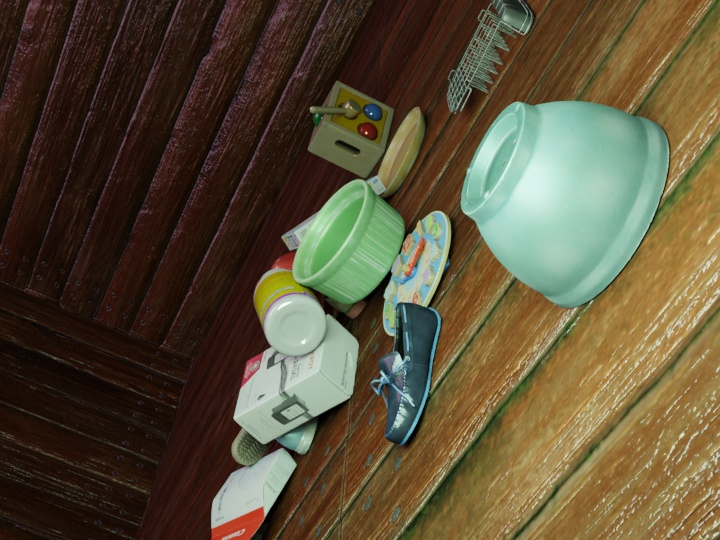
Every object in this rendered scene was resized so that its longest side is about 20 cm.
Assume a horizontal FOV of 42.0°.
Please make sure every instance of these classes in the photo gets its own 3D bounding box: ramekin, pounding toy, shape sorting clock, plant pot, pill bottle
[{"bbox_3d":[-0.016,-0.041,1.560,0.200,0.097,0.201,-45,25,27],"label":"ramekin"},{"bbox_3d":[-0.034,-0.338,2.158,0.142,0.199,0.185,-52,18,46],"label":"pounding toy"},{"bbox_3d":[0.080,0.004,1.408,0.201,0.039,0.200,-61,13,24],"label":"shape sorting clock"},{"bbox_3d":[0.182,-0.082,0.914,0.201,0.133,0.201,-61,13,23],"label":"plant pot"},{"bbox_3d":[-0.125,0.061,1.589,0.105,0.104,0.200,-63,21,11],"label":"pill bottle"},{"bbox_3d":[0.082,-0.229,1.870,0.201,0.027,0.200,-61,12,23],"label":"plant pot"}]

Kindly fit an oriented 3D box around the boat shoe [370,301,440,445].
[{"bbox_3d":[0.050,0.132,1.224,0.084,0.068,0.201,-53,18,46],"label":"boat shoe"}]

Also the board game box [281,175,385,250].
[{"bbox_3d":[-0.055,-0.112,1.846,0.199,0.034,0.134,-35,7,-13],"label":"board game box"}]

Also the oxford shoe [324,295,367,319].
[{"bbox_3d":[0.000,0.000,1.671,0.201,0.074,0.071,-59,13,28],"label":"oxford shoe"}]

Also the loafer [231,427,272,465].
[{"bbox_3d":[-0.177,0.285,1.764,0.200,0.076,0.068,-43,11,-34],"label":"loafer"}]

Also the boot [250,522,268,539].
[{"bbox_3d":[-0.234,0.516,1.724,0.131,0.067,0.200,-70,14,-16],"label":"boot"}]

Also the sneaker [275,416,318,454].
[{"bbox_3d":[-0.116,0.238,1.705,0.074,0.081,0.201,-57,15,32],"label":"sneaker"}]

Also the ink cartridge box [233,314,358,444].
[{"bbox_3d":[-0.108,0.184,1.597,0.199,0.083,0.146,-32,29,26],"label":"ink cartridge box"}]

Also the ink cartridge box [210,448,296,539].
[{"bbox_3d":[-0.215,0.415,1.652,0.160,0.047,0.200,-31,13,38],"label":"ink cartridge box"}]

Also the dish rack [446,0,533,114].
[{"bbox_3d":[0.202,-0.349,1.526,0.154,0.054,0.201,-88,23,-63],"label":"dish rack"}]

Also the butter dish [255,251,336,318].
[{"bbox_3d":[-0.129,0.043,1.791,0.200,0.147,0.201,-47,-40,-75],"label":"butter dish"}]
